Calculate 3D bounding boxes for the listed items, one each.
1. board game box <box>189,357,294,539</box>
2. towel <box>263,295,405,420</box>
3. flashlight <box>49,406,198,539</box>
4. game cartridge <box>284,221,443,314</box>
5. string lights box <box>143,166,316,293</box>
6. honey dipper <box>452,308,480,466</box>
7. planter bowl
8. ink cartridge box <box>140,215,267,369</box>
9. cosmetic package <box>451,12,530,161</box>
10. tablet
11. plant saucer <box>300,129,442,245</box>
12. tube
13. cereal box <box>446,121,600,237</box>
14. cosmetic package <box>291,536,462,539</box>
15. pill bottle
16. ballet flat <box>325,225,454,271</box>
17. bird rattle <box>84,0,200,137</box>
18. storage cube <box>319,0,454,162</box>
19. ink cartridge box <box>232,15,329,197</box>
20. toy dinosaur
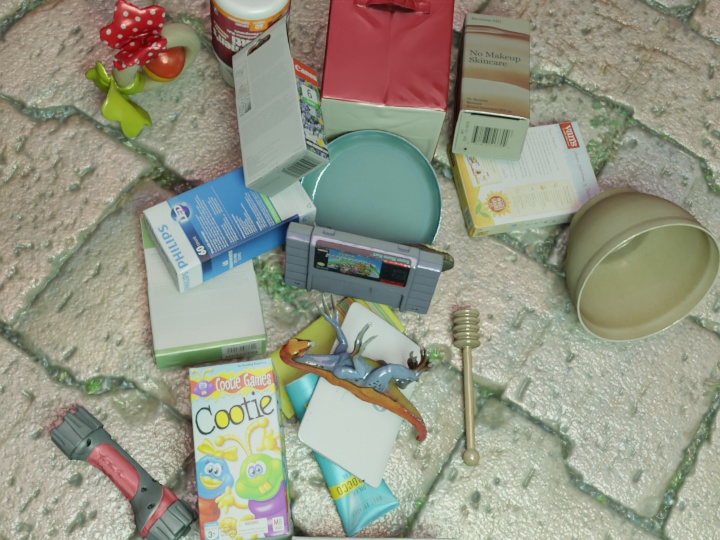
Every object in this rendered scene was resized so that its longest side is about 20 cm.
[{"bbox_3d":[-0.141,0.220,1.115,0.103,0.103,0.203,-7,71,-3],"label":"board game box"},{"bbox_3d":[-0.041,0.104,1.229,0.199,0.018,0.086,-36,73,-18],"label":"towel"},{"bbox_3d":[-0.285,0.249,1.114,0.199,0.068,0.068,40,65,8],"label":"flashlight"},{"bbox_3d":[0.000,0.000,1.197,0.197,0.130,0.039,12,66,1],"label":"game cartridge"},{"bbox_3d":[-0.167,-0.065,1.212,0.198,0.059,0.103,-26,70,-18],"label":"string lights box"},{"bbox_3d":[0.139,0.152,1.223,0.037,0.038,0.203,3,72,-6],"label":"honey dipper"},{"bbox_3d":[0.356,-0.024,1.247,0.197,0.202,0.136,-8,42,-10],"label":"planter bowl"},{"bbox_3d":[-0.207,0.018,1.225,0.143,0.048,0.203,-8,63,-10],"label":"ink cartridge box"},{"bbox_3d":[0.187,-0.263,1.335,0.102,0.088,0.202,6,54,0],"label":"cosmetic package"},{"bbox_3d":[0.006,0.154,1.176,0.129,0.014,0.202,36,58,-20],"label":"tablet"},{"bbox_3d":[0.013,-0.086,1.263,0.197,0.027,0.204,1,93,10],"label":"plant saucer"},{"bbox_3d":[-0.029,0.222,1.165,0.077,0.050,0.202,-27,88,-11],"label":"tube"},{"bbox_3d":[0.235,-0.132,1.340,0.197,0.040,0.146,-8,68,-10],"label":"cereal box"},{"bbox_3d":[0.012,0.356,1.089,0.197,0.107,0.092,6,68,-7],"label":"cosmetic package"},{"bbox_3d":[-0.151,-0.337,1.285,0.108,0.200,0.111,2,68,-6],"label":"pill bottle"},{"bbox_3d":[0.026,-0.028,1.224,0.197,0.068,0.047,5,69,13],"label":"ballet flat"},{"bbox_3d":[-0.289,-0.291,1.265,0.162,0.201,0.113,-29,73,-41],"label":"bird rattle"},{"bbox_3d":[0.034,-0.269,1.287,0.168,0.200,0.183,6,72,-1],"label":"storage cube"},{"bbox_3d":[-0.104,-0.208,1.193,0.050,0.108,0.203,20,53,-47],"label":"ink cartridge box"},{"bbox_3d":[-0.005,0.124,1.120,0.179,0.105,0.204,-8,88,-18],"label":"toy dinosaur"}]
